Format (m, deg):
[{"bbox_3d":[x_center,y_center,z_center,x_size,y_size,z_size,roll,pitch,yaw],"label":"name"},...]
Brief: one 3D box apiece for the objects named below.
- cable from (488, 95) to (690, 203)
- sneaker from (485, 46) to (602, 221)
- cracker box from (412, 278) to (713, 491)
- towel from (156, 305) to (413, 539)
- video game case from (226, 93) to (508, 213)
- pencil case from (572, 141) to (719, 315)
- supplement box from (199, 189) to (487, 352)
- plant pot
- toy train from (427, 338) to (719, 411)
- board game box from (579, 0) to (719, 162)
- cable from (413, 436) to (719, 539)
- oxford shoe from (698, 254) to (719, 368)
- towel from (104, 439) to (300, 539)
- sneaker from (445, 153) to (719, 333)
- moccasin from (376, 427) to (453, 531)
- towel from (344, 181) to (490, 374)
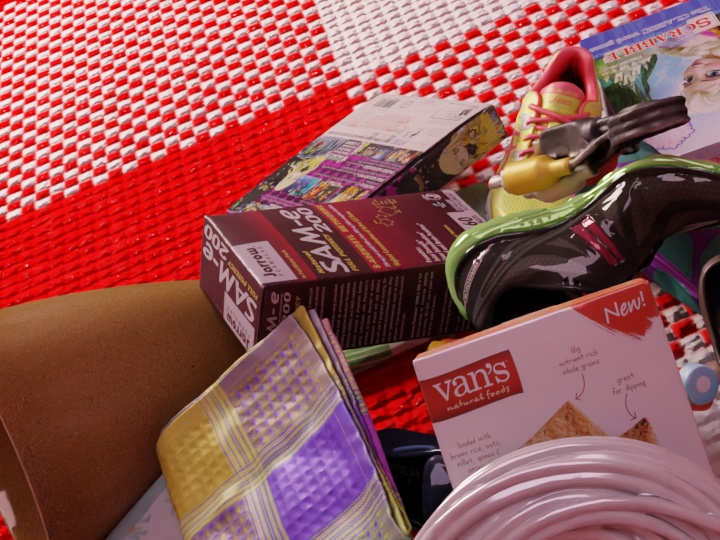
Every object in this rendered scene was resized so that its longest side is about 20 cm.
[{"bbox_3d":[0.162,-0.074,0.867,0.096,0.051,0.200,-8,2,-20],"label":"cable"},{"bbox_3d":[0.143,-0.096,1.047,0.077,0.091,0.202,11,47,8],"label":"sneaker"},{"bbox_3d":[0.121,0.120,0.736,0.132,0.203,0.058,-19,-3,7],"label":"cracker box"},{"bbox_3d":[-0.051,0.126,0.803,0.143,0.023,0.201,-39,43,12],"label":"towel"},{"bbox_3d":[0.000,-0.078,1.113,0.181,0.036,0.199,-38,22,-16],"label":"video game case"},{"bbox_3d":[0.223,-0.014,0.925,0.091,0.086,0.200,-20,35,-20],"label":"pencil case"},{"bbox_3d":[0.000,0.000,0.945,0.197,0.062,0.109,-8,31,-26],"label":"supplement box"},{"bbox_3d":[-0.165,0.085,0.958,0.198,0.189,0.186,-25,35,-25],"label":"plant pot"},{"bbox_3d":[0.124,0.077,0.850,0.148,0.057,0.200,2,0,-22],"label":"toy train"},{"bbox_3d":[0.292,-0.153,1.087,0.197,0.041,0.201,-20,38,6],"label":"board game box"},{"bbox_3d":[0.114,0.181,0.674,0.199,0.069,0.202,32,94,8],"label":"cable"},{"bbox_3d":[0.245,0.077,0.764,0.073,0.084,0.201,-40,65,18],"label":"oxford shoe"},{"bbox_3d":[-0.085,0.183,0.842,0.201,0.048,0.171,-51,39,0],"label":"towel"},{"bbox_3d":[0.152,-0.008,0.864,0.198,0.077,0.085,-23,61,20],"label":"sneaker"},{"bbox_3d":[0.059,0.142,0.830,0.198,0.082,0.068,-2,6,43],"label":"moccasin"},{"bbox_3d":[0.028,0.011,1.052,0.198,0.024,0.153,-22,38,0],"label":"towel"}]
